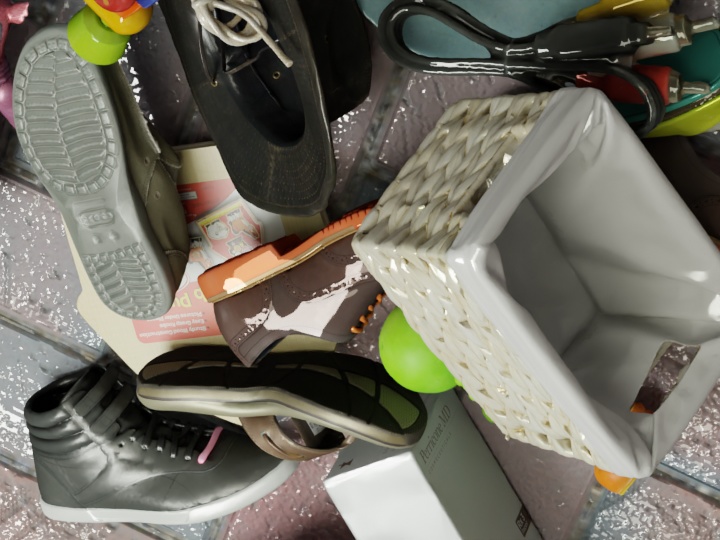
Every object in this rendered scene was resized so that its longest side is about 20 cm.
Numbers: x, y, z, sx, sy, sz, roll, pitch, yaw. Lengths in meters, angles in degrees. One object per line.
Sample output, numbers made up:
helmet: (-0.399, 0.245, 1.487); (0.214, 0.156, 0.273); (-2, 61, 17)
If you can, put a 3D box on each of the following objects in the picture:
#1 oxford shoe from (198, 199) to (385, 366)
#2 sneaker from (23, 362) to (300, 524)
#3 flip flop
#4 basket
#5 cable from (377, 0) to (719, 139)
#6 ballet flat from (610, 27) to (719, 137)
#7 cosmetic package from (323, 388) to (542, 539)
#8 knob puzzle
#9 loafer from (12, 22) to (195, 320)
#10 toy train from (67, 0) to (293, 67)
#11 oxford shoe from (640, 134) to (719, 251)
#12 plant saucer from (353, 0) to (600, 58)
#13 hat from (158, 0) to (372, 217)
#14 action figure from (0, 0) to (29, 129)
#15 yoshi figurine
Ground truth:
oxford shoe: (0.000, 0.000, 1.636); (0.200, 0.071, 0.073); (-21, 91, 26)
sneaker: (-0.142, 0.111, 1.782); (0.200, 0.071, 0.099); (-6, 118, 26)
flip flop: (-0.050, 0.091, 1.701); (0.200, 0.081, 0.058); (4, 112, 21)
basket: (0.109, 0.004, 1.529); (0.123, 0.136, 0.200); (10, 146, 50)
cable: (0.109, -0.121, 1.552); (0.200, 0.050, 0.097); (-2, 92, 27)
ballet flat: (0.230, -0.119, 1.551); (0.200, 0.067, 0.067); (-33, 123, 27)
cosmetic package: (0.065, 0.184, 1.734); (0.074, 0.102, 0.200); (-22, 108, 26)
knob puzzle: (-0.092, 0.008, 1.738); (0.219, 0.030, 0.220); (7, 117, 14)
loafer: (-0.157, -0.068, 1.665); (0.075, 0.070, 0.200); (-1, 119, 27)
toy train: (-0.135, -0.158, 1.560); (0.200, 0.085, 0.116); (45, 142, 4)
oxford shoe: (0.161, -0.058, 1.612); (0.200, 0.071, 0.073); (28, 84, 13)
plant saucer: (0.073, -0.216, 1.565); (0.201, 0.039, 0.201); (8, 119, 15)
hat: (-0.043, -0.136, 1.607); (0.201, 0.081, 0.201); (40, 143, 40)
action figure: (-0.263, -0.105, 1.680); (0.134, 0.149, 0.200); (35, 135, 6)
yoshi figurine: (0.091, 0.069, 1.665); (0.200, 0.112, 0.112); (40, 130, 3)
